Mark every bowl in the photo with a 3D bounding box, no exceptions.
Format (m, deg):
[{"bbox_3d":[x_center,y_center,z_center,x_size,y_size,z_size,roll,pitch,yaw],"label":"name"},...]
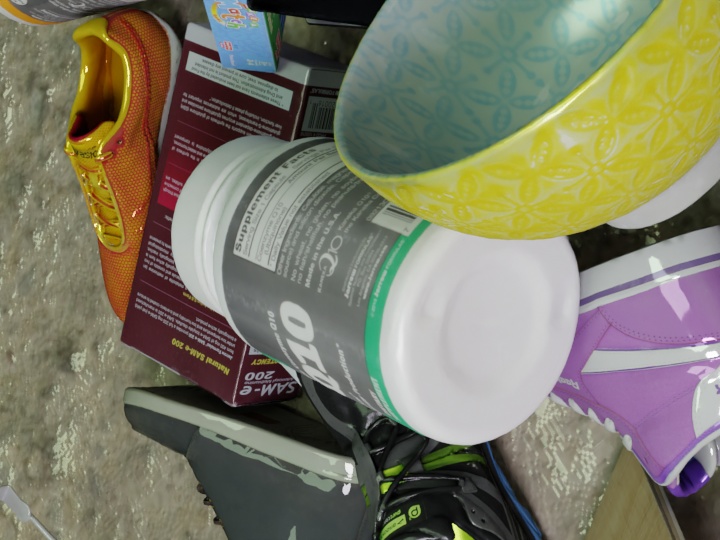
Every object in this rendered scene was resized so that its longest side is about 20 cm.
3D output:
[{"bbox_3d":[0.095,-0.080,0.690,0.199,0.108,0.201,-35,29,23],"label":"bowl"}]

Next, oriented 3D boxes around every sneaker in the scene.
[{"bbox_3d":[-0.154,-0.061,1.070,0.072,0.077,0.202,8,107,40],"label":"sneaker"},{"bbox_3d":[0.032,0.109,0.884,0.071,0.083,0.201,-35,86,24],"label":"sneaker"},{"bbox_3d":[0.116,0.057,0.821,0.200,0.072,0.115,-25,82,62],"label":"sneaker"},{"bbox_3d":[-0.073,0.134,1.008,0.199,0.074,0.107,16,99,39],"label":"sneaker"}]

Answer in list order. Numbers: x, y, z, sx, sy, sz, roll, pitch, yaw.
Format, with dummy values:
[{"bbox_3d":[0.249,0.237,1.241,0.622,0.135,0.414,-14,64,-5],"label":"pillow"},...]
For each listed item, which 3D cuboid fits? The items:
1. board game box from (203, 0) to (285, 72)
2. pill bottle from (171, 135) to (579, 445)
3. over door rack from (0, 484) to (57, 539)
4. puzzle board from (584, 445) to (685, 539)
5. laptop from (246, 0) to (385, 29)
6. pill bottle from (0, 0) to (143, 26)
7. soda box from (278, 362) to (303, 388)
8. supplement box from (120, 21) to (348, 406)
[{"bbox_3d":[-0.051,-0.227,0.902,0.036,0.151,0.202,6,75,4],"label":"board game box"},{"bbox_3d":[0.000,0.000,0.815,0.199,0.112,0.114,22,106,51],"label":"pill bottle"},{"bbox_3d":[-0.187,0.246,1.107,0.199,0.067,0.149,35,115,12],"label":"over door rack"},{"bbox_3d":[0.116,0.203,0.821,0.151,0.017,0.202,-100,26,-65],"label":"puzzle board"},{"bbox_3d":[-0.029,-0.225,0.887,0.200,0.115,0.190,-158,73,-65],"label":"laptop"},{"bbox_3d":[-0.144,-0.219,1.034,0.199,0.116,0.118,-6,87,41],"label":"pill bottle"},{"bbox_3d":[0.017,-0.031,0.929,0.064,0.068,0.201,43,118,33],"label":"soda box"},{"bbox_3d":[-0.069,-0.034,1.009,0.108,0.061,0.202,25,107,38],"label":"supplement box"}]
